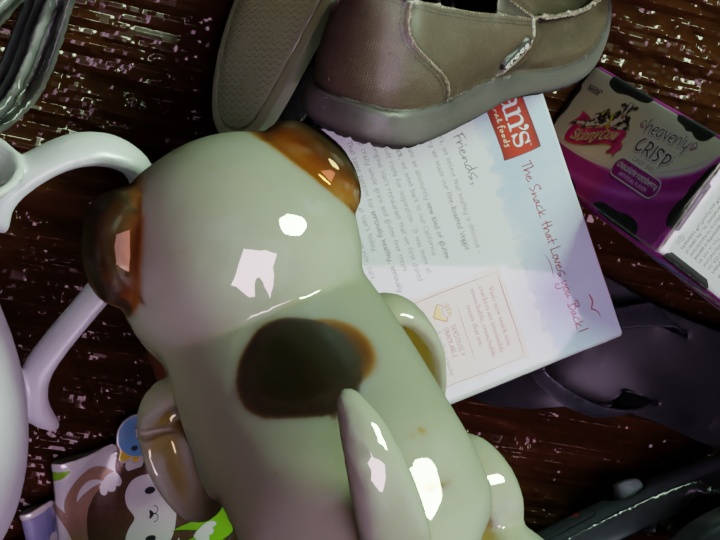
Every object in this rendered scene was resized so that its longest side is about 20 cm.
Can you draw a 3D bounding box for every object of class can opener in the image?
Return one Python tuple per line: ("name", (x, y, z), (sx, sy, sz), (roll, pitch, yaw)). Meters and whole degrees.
("can opener", (0.117, 0.140, 1.038), (0.200, 0.079, 0.064), (-19, 76, -11))

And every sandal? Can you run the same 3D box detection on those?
("sandal", (0.125, 0.041, 1.027), (0.200, 0.043, 0.076), (12, 104, -24))

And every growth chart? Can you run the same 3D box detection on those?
("growth chart", (-0.088, 0.127, 0.991), (0.200, 0.018, 0.145), (-26, 117, -13))

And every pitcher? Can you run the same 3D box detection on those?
("pitcher", (-0.169, 0.036, 0.861), (0.171, 0.121, 0.200), (-2, 118, -21))

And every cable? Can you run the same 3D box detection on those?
("cable", (-0.096, -0.136, 0.832), (0.200, 0.050, 0.097), (-52, 148, -33))

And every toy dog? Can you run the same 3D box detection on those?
("toy dog", (-0.033, 0.044, 0.812), (0.139, 0.200, 0.194), (-26, 160, 2))

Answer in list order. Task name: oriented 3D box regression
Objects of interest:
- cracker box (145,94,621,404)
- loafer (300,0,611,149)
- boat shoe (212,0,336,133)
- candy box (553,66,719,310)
("cracker box", (0.000, 0.000, 0.938), (0.200, 0.058, 0.134), (-20, 97, -13))
("loafer", (0.052, -0.110, 0.873), (0.200, 0.073, 0.071), (-36, 143, -53))
("boat shoe", (0.003, -0.137, 0.895), (0.068, 0.072, 0.200), (28, 87, -37))
("candy box", (0.188, -0.003, 0.984), (0.200, 0.136, 0.061), (35, 94, -29))
